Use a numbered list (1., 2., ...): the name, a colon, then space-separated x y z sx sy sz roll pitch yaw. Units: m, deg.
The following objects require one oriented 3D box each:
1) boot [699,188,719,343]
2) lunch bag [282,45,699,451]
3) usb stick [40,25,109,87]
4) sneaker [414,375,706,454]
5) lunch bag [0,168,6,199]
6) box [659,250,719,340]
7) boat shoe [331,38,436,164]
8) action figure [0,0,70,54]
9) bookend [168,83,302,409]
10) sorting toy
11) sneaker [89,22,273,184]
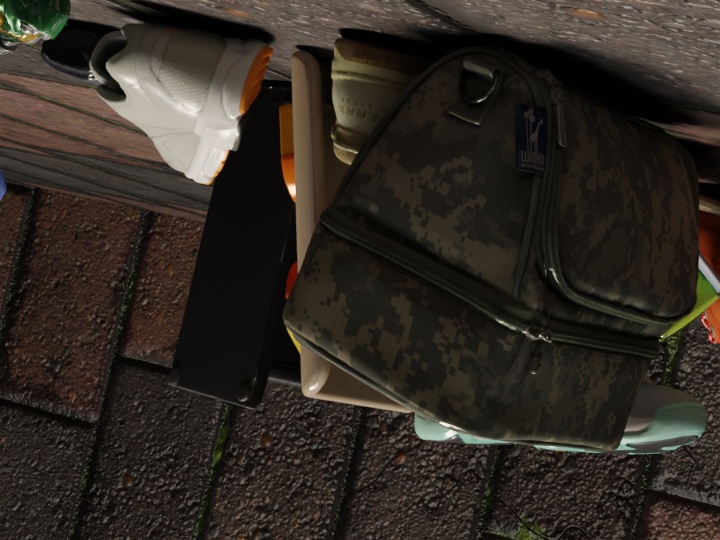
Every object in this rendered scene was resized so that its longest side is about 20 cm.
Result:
1. boot: 0.230 0.004 1.399 0.075 0.108 0.200 11 -179 -22
2. lunch bag: 0.076 -0.012 1.082 0.139 0.168 0.200 26 -173 32
3. usb stick: -0.133 -0.118 1.393 0.055 0.033 0.200 11 178 22
4. sneaker: 0.112 0.033 1.280 0.199 0.141 0.078 0 175 41
5. lunch bag: -0.272 -0.092 1.143 0.160 0.076 0.200 5 135 46
6. box: 0.153 -0.018 1.277 0.122 0.048 0.200 52 -177 6
7. boat shoe: 0.017 -0.075 1.167 0.073 0.063 0.200 12 178 14
8. action figure: -0.219 -0.138 1.177 0.199 0.055 0.118 5 170 46
9. bookend: 0.000 0.000 1.430 0.198 0.201 0.092 16 177 -38
10. sorting toy: -0.009 -0.016 1.263 0.036 0.186 0.200 -4 172 15
11. sneaker: -0.107 -0.104 1.244 0.092 0.076 0.200 21 169 -6
